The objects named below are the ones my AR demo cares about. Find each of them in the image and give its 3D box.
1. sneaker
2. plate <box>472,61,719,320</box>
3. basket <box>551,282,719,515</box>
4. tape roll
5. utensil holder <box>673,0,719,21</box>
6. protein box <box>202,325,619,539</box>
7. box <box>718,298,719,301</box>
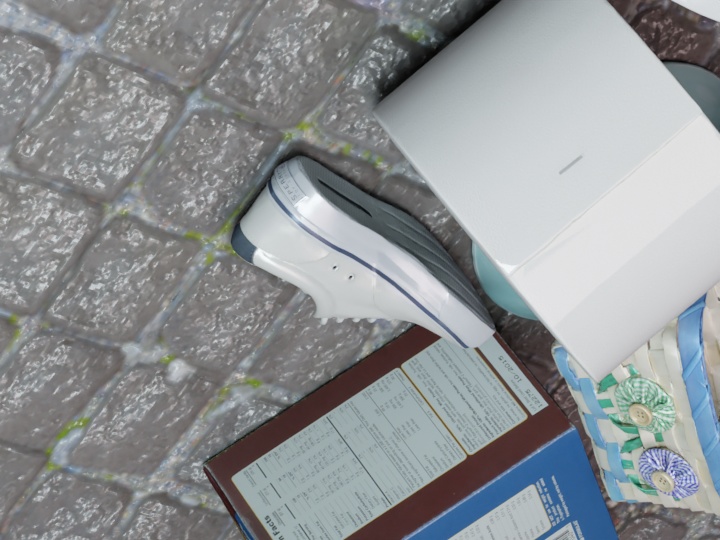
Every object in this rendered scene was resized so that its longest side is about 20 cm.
[{"bbox_3d":[0.000,0.000,1.665,0.071,0.073,0.200,-40,132,17],"label":"sneaker"},{"bbox_3d":[0.161,-0.042,1.770,0.200,0.026,0.200,-20,136,-20],"label":"plate"},{"bbox_3d":[0.229,0.064,1.687,0.200,0.139,0.177,-12,121,22],"label":"basket"},{"bbox_3d":[0.120,-0.056,1.589,0.139,0.203,0.203,-40,140,3],"label":"tape roll"},{"bbox_3d":[0.223,-0.251,1.507,0.170,0.170,0.200,3,128,-38],"label":"utensil holder"},{"bbox_3d":[0.041,0.164,1.789,0.200,0.135,0.199,-32,140,-7],"label":"protein box"},{"bbox_3d":[0.347,0.019,1.772,0.171,0.199,0.200,-30,126,-36],"label":"box"}]
